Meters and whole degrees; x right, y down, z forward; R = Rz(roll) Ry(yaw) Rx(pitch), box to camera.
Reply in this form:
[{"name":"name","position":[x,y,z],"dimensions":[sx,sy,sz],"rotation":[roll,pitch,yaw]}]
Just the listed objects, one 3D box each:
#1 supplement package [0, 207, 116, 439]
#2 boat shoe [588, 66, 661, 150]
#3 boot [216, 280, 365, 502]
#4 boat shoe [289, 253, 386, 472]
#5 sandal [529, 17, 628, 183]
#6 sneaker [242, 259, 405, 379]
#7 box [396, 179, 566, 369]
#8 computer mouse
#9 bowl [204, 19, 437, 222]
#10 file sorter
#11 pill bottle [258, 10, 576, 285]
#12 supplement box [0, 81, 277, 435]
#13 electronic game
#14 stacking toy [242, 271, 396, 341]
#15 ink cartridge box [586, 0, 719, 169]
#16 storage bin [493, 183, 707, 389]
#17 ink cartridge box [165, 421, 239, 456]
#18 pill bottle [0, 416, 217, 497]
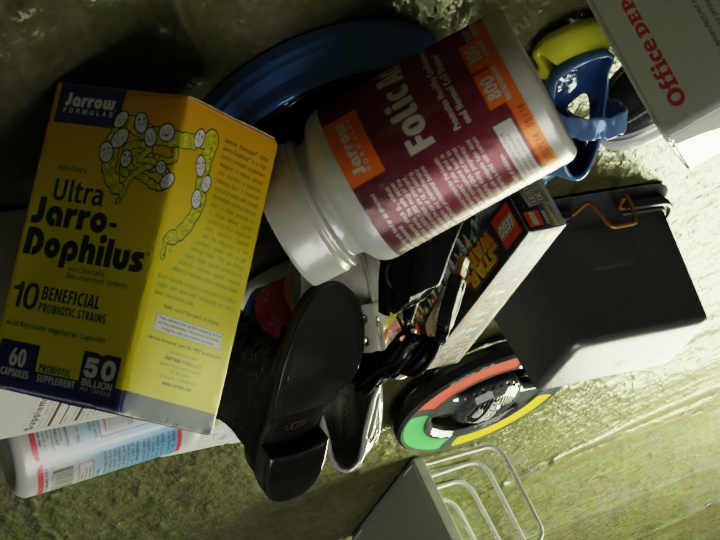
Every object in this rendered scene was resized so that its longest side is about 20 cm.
[{"name":"supplement package","position":[-0.211,0.032,1.410],"dimensions":[0.199,0.122,0.120],"rotation":[-9,151,-30]},{"name":"boat shoe","position":[0.248,-0.169,1.507],"dimensions":[0.200,0.070,0.066],"rotation":[-34,147,19]},{"name":"boot","position":[-0.083,0.053,1.446],"dimensions":[0.069,0.174,0.201],"rotation":[-8,130,-36]},{"name":"boat shoe","position":[-0.012,0.053,1.464],"dimensions":[0.070,0.201,0.069],"rotation":[-7,-161,2]},{"name":"sandal","position":[0.147,-0.102,1.522],"dimensions":[0.079,0.087,0.200],"rotation":[-16,156,-23]},{"name":"sneaker","position":[-0.002,0.041,1.650],"dimensions":[0.199,0.105,0.075],"rotation":[-8,153,-29]},{"name":"box","position":[0.071,-0.033,1.527],"dimensions":[0.040,0.137,0.200],"rotation":[-12,153,-32]},{"name":"computer mouse","position":[0.042,-0.014,1.388],"dimensions":[0.046,0.201,0.140],"rotation":[27,164,-15]},{"name":"bowl","position":[-0.026,-0.101,1.416],"dimensions":[0.200,0.040,0.201],"rotation":[-20,155,-10]},{"name":"file sorter","position":[0.101,0.304,2.242],"dimensions":[0.124,0.139,0.200],"rotation":[-13,154,-30]},{"name":"pill bottle","position":[0.033,-0.078,1.331],"dimensions":[0.199,0.115,0.114],"rotation":[-29,156,8]},{"name":"supplement box","position":[-0.144,-0.007,1.273],"dimensions":[0.108,0.201,0.109],"rotation":[8,173,30]},{"name":"electronic game","position":[0.126,0.129,2.026],"dimensions":[0.199,0.042,0.200],"rotation":[-20,156,-9]},{"name":"stacking toy","position":[0.000,0.000,1.525],"dimensions":[0.116,0.110,0.200],"rotation":[31,117,-9]},{"name":"ink cartridge box","position":[0.276,-0.187,1.398],"dimensions":[0.199,0.146,0.084],"rotation":[-29,157,11]},{"name":"storage bin","position":[0.211,0.015,1.761],"dimensions":[0.199,0.135,0.146],"rotation":[-10,152,-32]},{"name":"ink cartridge box","position":[-0.075,0.097,1.775],"dimensions":[0.199,0.057,0.163],"rotation":[-5,150,-21]},{"name":"pill bottle","position":[-0.194,0.103,1.586],"dimensions":[0.199,0.109,0.109],"rotation":[-16,154,-20]}]
